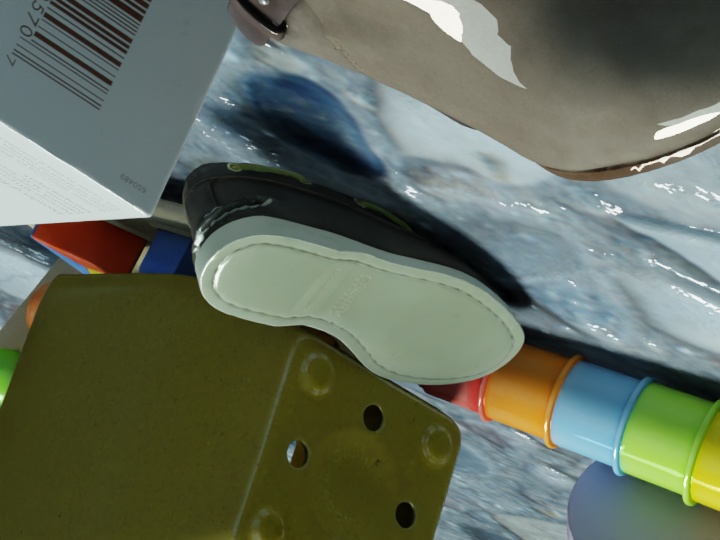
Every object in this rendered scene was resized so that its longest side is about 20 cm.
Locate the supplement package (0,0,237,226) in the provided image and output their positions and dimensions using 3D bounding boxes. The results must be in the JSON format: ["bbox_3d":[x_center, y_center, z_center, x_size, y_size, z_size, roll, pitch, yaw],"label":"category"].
[{"bbox_3d":[-0.150,-0.093,0.833,0.117,0.117,0.200,32,161,-31],"label":"supplement package"}]

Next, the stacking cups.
[{"bbox_3d":[0.125,0.075,1.116,0.199,0.061,0.061,18,164,27],"label":"stacking cups"}]

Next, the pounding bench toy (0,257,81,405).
[{"bbox_3d":[-0.171,0.070,1.371,0.156,0.124,0.200,38,-177,-40],"label":"pounding bench toy"}]

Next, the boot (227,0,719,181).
[{"bbox_3d":[0.024,-0.094,0.680,0.146,0.070,0.200,35,160,-30],"label":"boot"}]

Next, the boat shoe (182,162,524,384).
[{"bbox_3d":[0.000,0.000,1.039,0.201,0.072,0.061,23,-147,-42],"label":"boat shoe"}]

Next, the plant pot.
[{"bbox_3d":[-0.062,0.117,1.118,0.195,0.195,0.200,33,154,-32],"label":"plant pot"}]

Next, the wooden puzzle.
[{"bbox_3d":[-0.090,0.009,1.215,0.199,0.046,0.185,9,159,40],"label":"wooden puzzle"}]

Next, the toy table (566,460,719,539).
[{"bbox_3d":[0.207,0.171,1.134,0.199,0.184,0.117,25,149,24],"label":"toy table"}]
